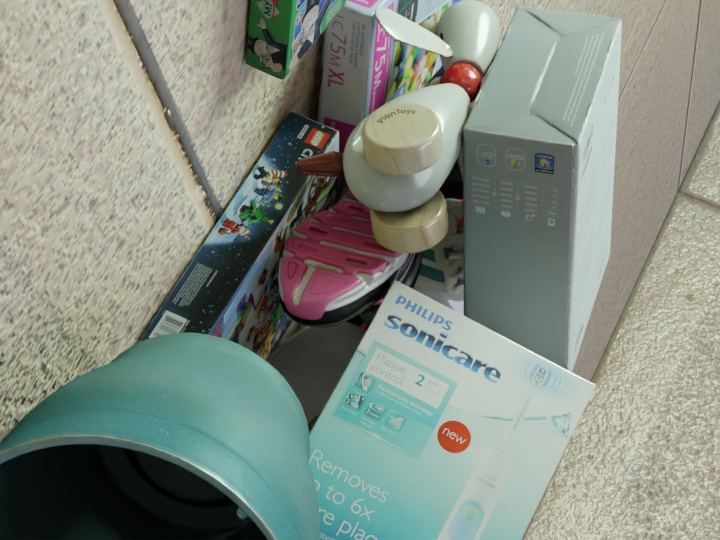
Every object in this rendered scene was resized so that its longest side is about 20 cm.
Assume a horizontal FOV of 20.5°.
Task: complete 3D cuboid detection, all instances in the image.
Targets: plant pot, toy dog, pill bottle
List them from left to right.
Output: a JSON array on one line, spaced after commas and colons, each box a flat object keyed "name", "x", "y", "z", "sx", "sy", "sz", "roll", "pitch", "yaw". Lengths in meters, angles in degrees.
[{"name": "plant pot", "x": -0.109, "y": 0.131, "z": 1.070, "sx": 0.188, "sy": 0.199, "sz": 0.201, "roll": -69, "pitch": 176, "yaw": -63}, {"name": "pill bottle", "x": 0.012, "y": 0.130, "z": 1.518, "sx": 0.200, "sy": 0.111, "sz": 0.111, "roll": 46, "pitch": 65, "yaw": -50}, {"name": "toy dog", "x": 0.024, "y": -0.099, "z": 1.276, "sx": 0.200, "sy": 0.096, "sz": 0.133, "roll": -53, "pitch": 150, "yaw": -62}]

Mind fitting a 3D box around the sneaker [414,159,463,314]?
[{"name": "sneaker", "x": 0.062, "y": -0.026, "z": 1.423, "sx": 0.070, "sy": 0.093, "sz": 0.201, "roll": -25, "pitch": 106, "yaw": -27}]

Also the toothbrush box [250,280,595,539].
[{"name": "toothbrush box", "x": 0.036, "y": 0.132, "z": 1.235, "sx": 0.201, "sy": 0.146, "sz": 0.085, "roll": -59, "pitch": 174, "yaw": -26}]

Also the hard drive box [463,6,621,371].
[{"name": "hard drive box", "x": 0.123, "y": -0.051, "z": 1.346, "sx": 0.156, "sy": 0.076, "sz": 0.201, "roll": -64, "pitch": 158, "yaw": -49}]

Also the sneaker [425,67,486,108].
[{"name": "sneaker", "x": 0.081, "y": -0.107, "z": 1.597, "sx": 0.070, "sy": 0.082, "sz": 0.200, "roll": -59, "pitch": 165, "yaw": -27}]

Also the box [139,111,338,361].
[{"name": "box", "x": -0.075, "y": 0.014, "z": 1.294, "sx": 0.200, "sy": 0.038, "sz": 0.137, "roll": -59, "pitch": 164, "yaw": -30}]

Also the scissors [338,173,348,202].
[{"name": "scissors", "x": 0.005, "y": -0.113, "z": 1.444, "sx": 0.073, "sy": 0.014, "sz": 0.201, "roll": -23, "pitch": 133, "yaw": -66}]

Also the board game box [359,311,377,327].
[{"name": "board game box", "x": 0.038, "y": 0.062, "z": 1.455, "sx": 0.023, "sy": 0.105, "sz": 0.200, "roll": -44, "pitch": -154, "yaw": 2}]

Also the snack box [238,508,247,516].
[{"name": "snack box", "x": -0.087, "y": 0.251, "z": 1.302, "sx": 0.169, "sy": 0.067, "sz": 0.201, "roll": -57, "pitch": 145, "yaw": -31}]

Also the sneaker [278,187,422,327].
[{"name": "sneaker", "x": 0.000, "y": 0.000, "z": 1.314, "sx": 0.200, "sy": 0.073, "sz": 0.088, "roll": -54, "pitch": 155, "yaw": -58}]

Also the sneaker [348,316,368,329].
[{"name": "sneaker", "x": 0.025, "y": 0.036, "z": 1.627, "sx": 0.200, "sy": 0.078, "sz": 0.116, "roll": -50, "pitch": 160, "yaw": -53}]

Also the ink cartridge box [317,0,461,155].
[{"name": "ink cartridge box", "x": 0.030, "y": -0.174, "z": 1.377, "sx": 0.200, "sy": 0.042, "sz": 0.120, "roll": -54, "pitch": 157, "yaw": -47}]

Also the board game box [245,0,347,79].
[{"name": "board game box", "x": -0.007, "y": -0.225, "z": 1.192, "sx": 0.200, "sy": 0.029, "sz": 0.135, "roll": -55, "pitch": 161, "yaw": -41}]

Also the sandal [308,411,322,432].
[{"name": "sandal", "x": 0.024, "y": 0.179, "z": 1.431, "sx": 0.077, "sy": 0.070, "sz": 0.212, "roll": -32, "pitch": 138, "yaw": 2}]
